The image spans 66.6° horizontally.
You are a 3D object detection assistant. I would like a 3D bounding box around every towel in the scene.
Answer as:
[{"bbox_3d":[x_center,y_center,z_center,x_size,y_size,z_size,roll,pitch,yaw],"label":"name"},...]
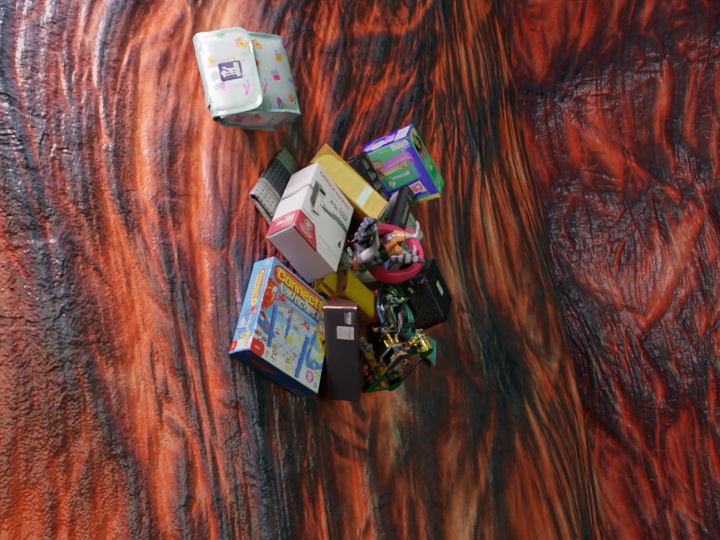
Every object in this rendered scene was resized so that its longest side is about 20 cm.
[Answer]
[{"bbox_3d":[-0.150,-0.143,1.212,0.201,0.034,0.195,53,36,-27],"label":"towel"}]

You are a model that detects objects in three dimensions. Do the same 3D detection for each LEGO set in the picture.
[{"bbox_3d":[0.058,0.182,1.243,0.151,0.202,0.117,-5,52,-37],"label":"LEGO set"}]

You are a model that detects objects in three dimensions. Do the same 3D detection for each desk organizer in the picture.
[{"bbox_3d":[-0.032,0.161,1.146,0.077,0.070,0.206,-60,149,-72],"label":"desk organizer"}]

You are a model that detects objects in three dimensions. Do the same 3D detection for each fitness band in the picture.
[{"bbox_3d":[0.073,-0.046,1.318,0.202,0.140,0.038,-112,-166,-46],"label":"fitness band"}]

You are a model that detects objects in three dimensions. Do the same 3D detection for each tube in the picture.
[{"bbox_3d":[0.165,0.197,1.531,0.200,0.049,0.079,42,50,-45],"label":"tube"}]

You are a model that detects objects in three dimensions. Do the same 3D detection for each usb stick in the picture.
[{"bbox_3d":[0.106,-0.144,1.467,0.055,0.032,0.204,38,51,-28],"label":"usb stick"}]

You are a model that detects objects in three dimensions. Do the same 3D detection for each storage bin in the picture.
[{"bbox_3d":[0.180,0.065,1.512,0.138,0.092,0.200,63,21,-9],"label":"storage bin"}]

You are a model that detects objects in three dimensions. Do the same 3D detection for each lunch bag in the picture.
[{"bbox_3d":[-0.233,-0.381,1.100,0.198,0.120,0.175,-12,89,-49],"label":"lunch bag"}]

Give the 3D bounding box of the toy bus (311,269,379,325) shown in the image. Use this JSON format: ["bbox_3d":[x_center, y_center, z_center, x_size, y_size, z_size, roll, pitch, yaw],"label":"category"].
[{"bbox_3d":[-0.032,0.056,1.248,0.200,0.077,0.067,44,43,-48],"label":"toy bus"}]

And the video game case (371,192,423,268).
[{"bbox_3d":[0.088,-0.105,1.471,0.145,0.018,0.200,58,44,-13],"label":"video game case"}]

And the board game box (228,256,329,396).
[{"bbox_3d":[-0.147,0.113,1.078,0.200,0.055,0.200,42,45,-40],"label":"board game box"}]

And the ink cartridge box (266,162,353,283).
[{"bbox_3d":[-0.100,-0.103,1.157,0.147,0.081,0.203,48,38,-33],"label":"ink cartridge box"}]

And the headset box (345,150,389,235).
[{"bbox_3d":[-0.019,-0.191,1.381,0.151,0.074,0.201,61,35,-17],"label":"headset box"}]

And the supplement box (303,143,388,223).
[{"bbox_3d":[-0.032,-0.192,1.251,0.199,0.066,0.070,40,69,-15],"label":"supplement box"}]

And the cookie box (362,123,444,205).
[{"bbox_3d":[0.118,-0.282,1.543,0.201,0.168,0.076,53,41,-28],"label":"cookie box"}]

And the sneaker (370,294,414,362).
[{"bbox_3d":[0.081,0.156,1.388,0.120,0.082,0.206,26,69,-56],"label":"sneaker"}]

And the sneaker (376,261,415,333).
[{"bbox_3d":[0.088,0.054,1.301,0.071,0.081,0.204,49,45,-51],"label":"sneaker"}]

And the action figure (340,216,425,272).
[{"bbox_3d":[0.042,-0.048,1.193,0.200,0.188,0.107,97,-21,-76],"label":"action figure"}]

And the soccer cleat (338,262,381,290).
[{"bbox_3d":[0.000,0.000,1.328,0.198,0.076,0.071,24,57,-50],"label":"soccer cleat"}]
